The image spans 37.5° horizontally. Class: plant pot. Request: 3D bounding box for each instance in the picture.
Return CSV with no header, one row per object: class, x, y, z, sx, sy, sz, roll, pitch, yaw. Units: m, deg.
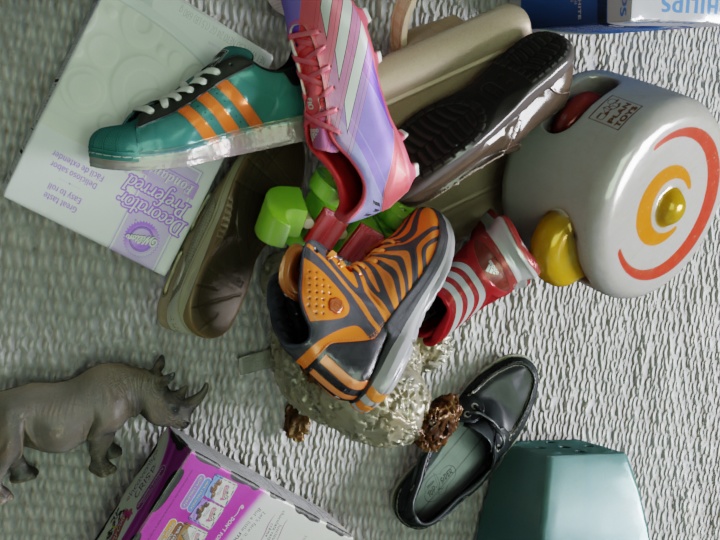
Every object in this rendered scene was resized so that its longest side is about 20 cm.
plant pot,0.193,0.271,1.025,0.139,0.141,0.204,1,90,-21

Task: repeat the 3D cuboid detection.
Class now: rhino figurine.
rhino figurine,-0.220,0.122,0.881,0.197,0.060,0.089,-14,107,-20

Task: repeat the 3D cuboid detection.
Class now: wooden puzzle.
wooden puzzle,0.072,-0.115,0.937,0.183,0.037,0.202,-26,131,-15

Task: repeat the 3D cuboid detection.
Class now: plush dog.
plush dog,-0.007,0.090,0.894,0.198,0.171,0.162,28,89,-23

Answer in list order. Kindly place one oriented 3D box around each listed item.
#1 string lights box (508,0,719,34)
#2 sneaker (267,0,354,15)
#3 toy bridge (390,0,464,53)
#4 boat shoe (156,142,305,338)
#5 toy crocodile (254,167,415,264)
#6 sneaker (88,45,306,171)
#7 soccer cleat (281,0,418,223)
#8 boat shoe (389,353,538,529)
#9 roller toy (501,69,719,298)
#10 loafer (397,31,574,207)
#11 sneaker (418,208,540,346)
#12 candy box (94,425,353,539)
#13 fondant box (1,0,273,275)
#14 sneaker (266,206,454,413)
string lights box,0.217,-0.235,0.908,0.101,0.200,0.060,-2,100,-20
sneaker,-0.006,-0.270,0.894,0.200,0.104,0.076,-41,111,-41
toy bridge,0.058,-0.196,0.900,0.066,0.027,0.202,-22,134,-19
boat shoe,-0.110,-0.039,0.887,0.072,0.064,0.203,40,64,-41
toy crocodile,-0.002,-0.029,0.887,0.198,0.062,0.068,19,117,-37
sneaker,-0.117,-0.127,0.813,0.197,0.071,0.081,-16,105,-27
soccer cleat,-0.020,-0.135,0.798,0.076,0.066,0.203,-35,112,-29
boat shoe,0.104,0.162,0.999,0.199,0.066,0.075,-44,91,-6
roller toy,0.229,-0.076,0.947,0.198,0.139,0.186,4,109,-40
loafer,0.103,-0.112,0.882,0.199,0.073,0.071,-36,135,-3
sneaker,0.086,0.007,0.921,0.114,0.200,0.079,-32,82,2
candy box,-0.119,0.241,0.919,0.199,0.061,0.137,37,85,-33
fondant box,-0.178,-0.119,0.855,0.143,0.058,0.203,27,90,-23
sneaker,0.000,0.000,0.801,0.111,0.078,0.201,36,44,-12
